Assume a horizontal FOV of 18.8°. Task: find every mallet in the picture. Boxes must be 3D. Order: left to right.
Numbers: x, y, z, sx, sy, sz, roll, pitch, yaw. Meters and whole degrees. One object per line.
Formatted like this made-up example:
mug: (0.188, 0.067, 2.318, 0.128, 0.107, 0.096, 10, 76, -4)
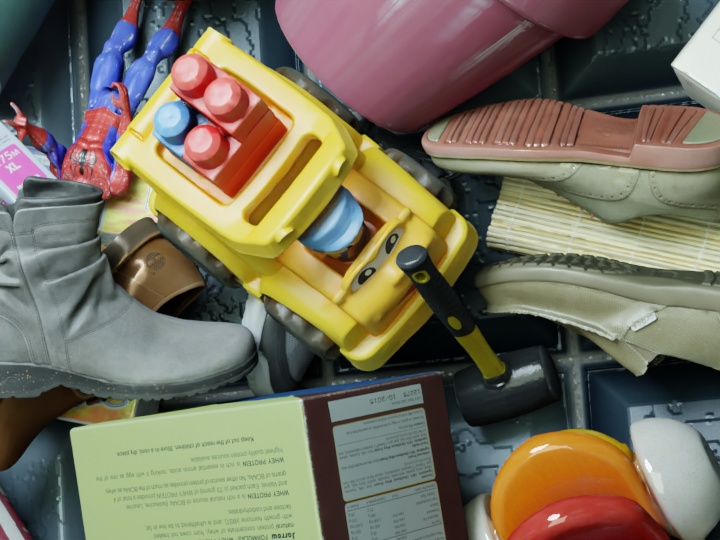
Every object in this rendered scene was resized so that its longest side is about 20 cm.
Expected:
mallet: (0.075, 0.036, 1.325, 0.066, 0.200, 0.041, -14, 57, 8)

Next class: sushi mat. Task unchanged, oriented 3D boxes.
sushi mat: (0.186, -0.040, 1.394, 0.200, 0.012, 0.096, 12, 85, 18)

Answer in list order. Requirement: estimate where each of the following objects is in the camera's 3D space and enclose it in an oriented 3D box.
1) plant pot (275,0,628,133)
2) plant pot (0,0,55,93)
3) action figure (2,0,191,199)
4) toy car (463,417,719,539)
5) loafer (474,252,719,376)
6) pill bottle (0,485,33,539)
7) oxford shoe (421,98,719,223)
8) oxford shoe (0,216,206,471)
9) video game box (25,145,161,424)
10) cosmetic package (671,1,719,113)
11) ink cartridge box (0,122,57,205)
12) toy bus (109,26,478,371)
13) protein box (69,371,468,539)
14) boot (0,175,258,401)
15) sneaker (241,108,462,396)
plant pot: (0.051, -0.191, 1.374, 0.179, 0.200, 0.200, -45, 72, 23)
plant pot: (-0.280, -0.241, 1.477, 0.201, 0.201, 0.161, 28, 72, 19)
action figure: (-0.171, -0.128, 1.444, 0.065, 0.099, 0.200, 10, 70, 17)
toy car: (0.147, 0.187, 1.300, 0.175, 0.150, 0.200, -28, 75, 11)
loafer: (0.166, 0.030, 1.354, 0.200, 0.076, 0.067, 7, 98, 20)
pill bottle: (-0.257, 0.222, 1.438, 0.114, 0.114, 0.200, -37, 73, 9)
oxford shoe: (0.135, -0.061, 1.363, 0.200, 0.071, 0.074, 6, 125, 21)
oxford shoe: (-0.179, 0.062, 1.416, 0.071, 0.071, 0.200, 42, 94, 12)
video game box: (-0.220, 0.008, 1.495, 0.200, 0.047, 0.182, 9, 87, 18)
cosmetic package: (0.295, -0.168, 1.342, 0.105, 0.071, 0.200, 40, 92, 21)
ink cartridge box: (-0.274, -0.079, 1.440, 0.042, 0.119, 0.200, -34, 68, -27)
toy bus: (-0.047, -0.054, 1.301, 0.200, 0.192, 0.136, 37, 85, 21)
protein box: (-0.049, 0.177, 1.321, 0.199, 0.135, 0.200, -10, 88, 40)
boot: (-0.161, 0.009, 1.345, 0.200, 0.070, 0.132, -2, 106, -10)
sneaker: (0.000, 0.000, 1.410, 0.114, 0.075, 0.200, 17, 85, 21)
